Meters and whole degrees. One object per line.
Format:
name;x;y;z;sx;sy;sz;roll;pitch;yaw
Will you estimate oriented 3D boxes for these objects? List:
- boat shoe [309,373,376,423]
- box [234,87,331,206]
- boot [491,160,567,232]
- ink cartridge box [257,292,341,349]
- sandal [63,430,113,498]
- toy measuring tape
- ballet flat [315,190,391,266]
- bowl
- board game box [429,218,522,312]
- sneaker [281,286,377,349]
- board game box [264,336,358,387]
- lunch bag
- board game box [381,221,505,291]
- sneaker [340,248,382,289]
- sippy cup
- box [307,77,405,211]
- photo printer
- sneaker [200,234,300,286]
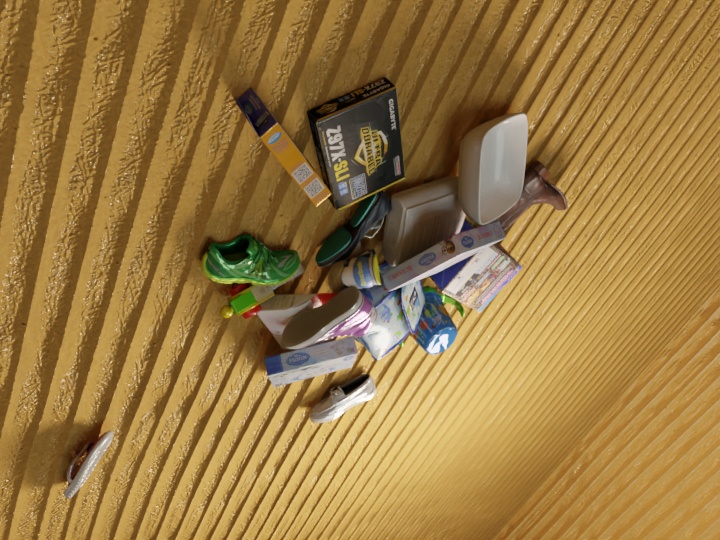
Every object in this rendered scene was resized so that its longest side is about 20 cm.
boat shoe;-0.051;0.337;1.544;0.196;0.072;0.070;-21;117;-9
box;-0.127;-0.203;0.928;0.041;0.120;0.201;-36;141;1
boot;0.394;-0.142;1.406;0.200;0.064;0.186;-46;126;6
ink cartridge box;-0.101;0.111;1.221;0.196;0.058;0.164;2;144;21
sandal;-0.592;0.410;1.225;0.049;0.083;0.204;35;111;-4
toy measuring tape;-0.201;0.041;1.164;0.199;0.073;0.075;-33;144;-34
ballet flat;-0.008;-0.074;1.174;0.201;0.073;0.073;-50;139;11
bowl;0.265;-0.213;1.186;0.198;0.074;0.204;-31;127;-40
board game box;0.276;-0.009;1.421;0.160;0.097;0.199;-49;139;14
sneaker;-0.056;0.120;1.168;0.198;0.074;0.114;-27;140;18
board game box;-0.110;0.208;1.298;0.195;0.044;0.200;-12;164;-9
lunch bag;0.065;0.080;1.342;0.199;0.127;0.172;-39;139;-15
board game box;0.173;-0.030;1.196;0.198;0.042;0.198;-30;172;38
sneaker;0.000;0.000;1.204;0.081;0.076;0.200;-15;180;2
sippy cup;0.174;0.135;1.460;0.178;0.131;0.139;-46;140;10
box;-0.001;-0.226;1.054;0.157;0.050;0.202;-25;139;-12
photo printer;0.146;-0.109;1.243;0.197;0.070;0.169;-21;138;-28
sneaker;-0.198;-0.021;1.085;0.197;0.075;0.084;-3;134;-33
